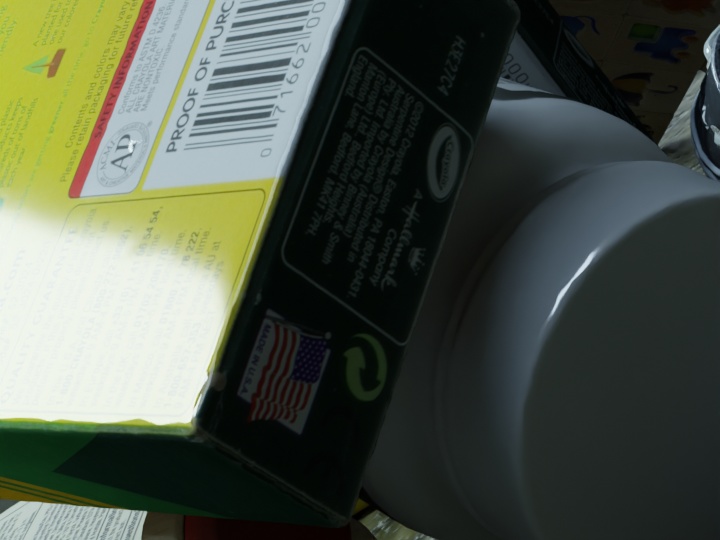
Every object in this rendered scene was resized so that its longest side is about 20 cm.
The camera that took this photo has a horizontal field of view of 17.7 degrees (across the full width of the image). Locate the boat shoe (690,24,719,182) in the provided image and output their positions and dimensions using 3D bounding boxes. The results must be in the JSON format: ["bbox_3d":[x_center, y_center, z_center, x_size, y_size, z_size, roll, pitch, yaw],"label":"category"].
[{"bbox_3d":[0.128,-0.051,0.644,0.072,0.068,0.200,-39,15,3],"label":"boat shoe"}]

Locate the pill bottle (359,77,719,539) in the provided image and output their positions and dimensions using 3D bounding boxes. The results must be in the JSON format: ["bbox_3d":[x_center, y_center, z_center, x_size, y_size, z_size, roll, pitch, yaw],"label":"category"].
[{"bbox_3d":[0.017,0.004,0.597,0.114,0.114,0.200,-44,36,-15],"label":"pill bottle"}]

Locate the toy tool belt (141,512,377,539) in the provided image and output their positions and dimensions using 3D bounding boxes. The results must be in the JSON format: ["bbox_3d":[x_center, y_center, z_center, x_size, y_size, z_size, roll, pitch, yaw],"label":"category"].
[{"bbox_3d":[-0.079,0.138,0.552,0.123,0.125,0.200,-24,37,49],"label":"toy tool belt"}]

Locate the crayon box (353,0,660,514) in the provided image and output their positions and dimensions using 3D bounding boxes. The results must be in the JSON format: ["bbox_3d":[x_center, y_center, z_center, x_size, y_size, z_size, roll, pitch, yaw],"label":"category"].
[{"bbox_3d":[0.000,0.000,0.748,0.200,0.127,0.051,-33,17,22],"label":"crayon box"}]

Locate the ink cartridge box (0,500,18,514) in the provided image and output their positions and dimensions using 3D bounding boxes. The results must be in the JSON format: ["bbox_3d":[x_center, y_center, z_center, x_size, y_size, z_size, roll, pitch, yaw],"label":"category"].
[{"bbox_3d":[-0.166,0.110,0.902,0.200,0.084,0.146,-23,22,46],"label":"ink cartridge box"}]

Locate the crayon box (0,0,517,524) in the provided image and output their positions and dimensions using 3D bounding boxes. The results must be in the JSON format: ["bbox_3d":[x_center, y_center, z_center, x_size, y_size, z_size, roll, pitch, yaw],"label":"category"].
[{"bbox_3d":[-0.067,-0.011,0.549,0.200,0.051,0.127,-1,62,45],"label":"crayon box"}]

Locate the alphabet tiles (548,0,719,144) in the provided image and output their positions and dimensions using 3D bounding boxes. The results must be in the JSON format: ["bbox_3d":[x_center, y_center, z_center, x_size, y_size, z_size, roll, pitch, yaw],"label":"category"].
[{"bbox_3d":[0.071,-0.088,0.758,0.200,0.167,0.008,107,169,-68],"label":"alphabet tiles"}]

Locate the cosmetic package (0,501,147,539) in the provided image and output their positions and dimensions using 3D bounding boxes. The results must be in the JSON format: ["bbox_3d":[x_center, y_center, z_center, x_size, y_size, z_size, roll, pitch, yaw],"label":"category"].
[{"bbox_3d":[-0.102,0.133,0.691,0.200,0.087,0.103,-32,19,23],"label":"cosmetic package"}]
